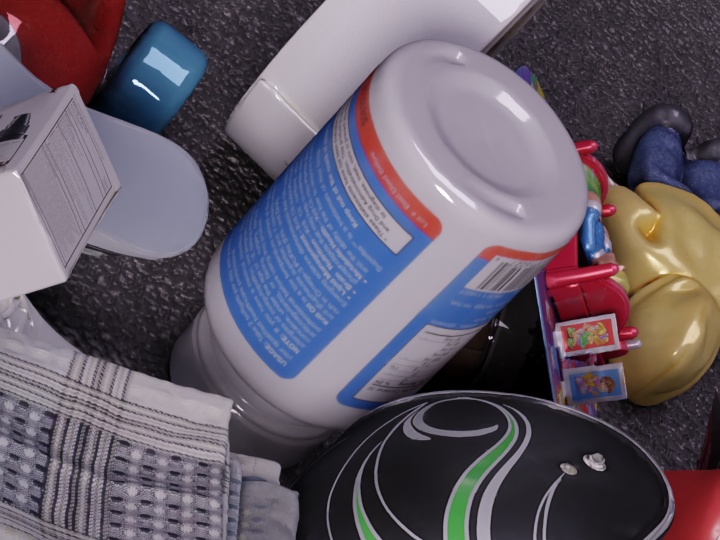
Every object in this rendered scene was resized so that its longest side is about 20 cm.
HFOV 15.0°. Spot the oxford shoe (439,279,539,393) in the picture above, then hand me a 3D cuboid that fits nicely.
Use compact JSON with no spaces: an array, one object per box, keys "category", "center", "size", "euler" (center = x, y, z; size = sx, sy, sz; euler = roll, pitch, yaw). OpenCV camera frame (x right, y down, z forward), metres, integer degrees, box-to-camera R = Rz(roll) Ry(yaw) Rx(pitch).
[{"category":"oxford shoe","center":[0.046,-0.024,1.385],"size":[0.084,0.073,0.200],"euler":[17,34,-9]}]

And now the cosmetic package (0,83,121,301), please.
[{"category":"cosmetic package","center":[-0.196,-0.008,1.020],"size":[0.083,0.199,0.051],"euler":[-68,138,-63]}]

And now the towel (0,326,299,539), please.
[{"category":"towel","center":[-0.115,0.075,1.004],"size":[0.199,0.035,0.193],"euler":[22,19,-9]}]

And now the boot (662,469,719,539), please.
[{"category":"boot","center":[0.087,0.101,1.207],"size":[0.144,0.200,0.073],"euler":[37,65,-9]}]

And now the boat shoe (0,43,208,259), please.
[{"category":"boat shoe","center":[-0.158,-0.057,1.143],"size":[0.199,0.068,0.074],"euler":[22,70,-37]}]

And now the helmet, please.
[{"category":"helmet","center":[0.041,0.163,1.094],"size":[0.200,0.200,0.191],"euler":[33,40,-15]}]

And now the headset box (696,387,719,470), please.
[{"category":"headset box","center":[0.199,0.160,1.248],"size":[0.077,0.149,0.200],"euler":[3,33,-7]}]

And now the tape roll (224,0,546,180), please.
[{"category":"tape roll","center":[0.025,-0.115,1.344],"size":[0.071,0.202,0.202],"euler":[45,36,0]}]

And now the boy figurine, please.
[{"category":"boy figurine","center":[0.177,-0.002,1.494],"size":[0.124,0.064,0.200],"euler":[31,39,-19]}]

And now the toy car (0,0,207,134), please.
[{"category":"toy car","center":[-0.134,-0.150,1.223],"size":[0.184,0.200,0.177],"euler":[38,36,-8]}]

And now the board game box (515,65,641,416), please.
[{"category":"board game box","center":[0.115,-0.005,1.357],"size":[0.158,0.039,0.201],"euler":[-16,97,-78]}]

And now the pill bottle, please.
[{"category":"pill bottle","center":[0.000,0.000,1.204],"size":[0.112,0.200,0.112],"euler":[26,40,-24]}]

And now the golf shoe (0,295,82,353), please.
[{"category":"golf shoe","center":[-0.172,0.018,1.115],"size":[0.200,0.092,0.073],"euler":[30,38,-21]}]
